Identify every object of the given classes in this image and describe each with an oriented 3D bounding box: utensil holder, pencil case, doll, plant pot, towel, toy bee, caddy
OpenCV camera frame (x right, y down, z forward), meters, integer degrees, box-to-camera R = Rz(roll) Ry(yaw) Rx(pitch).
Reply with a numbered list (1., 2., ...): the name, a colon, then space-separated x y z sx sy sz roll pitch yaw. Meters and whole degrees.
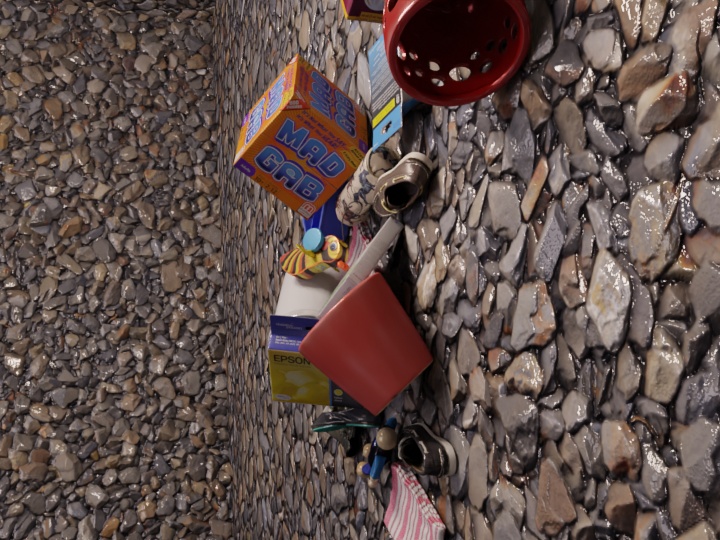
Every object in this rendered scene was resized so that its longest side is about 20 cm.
1. utensil holder: -0.096 0.091 1.579 0.202 0.166 0.172 -85 9 -51
2. pencil case: 0.015 -0.169 1.521 0.078 0.090 0.200 43 148 1
3. doll: 0.036 0.346 1.444 0.201 0.048 0.138 111 180 -60
4. plant pot: 0.126 -0.366 1.060 0.202 0.196 0.186 117 154 -51
5. plant pot: 0.019 0.136 1.312 0.178 0.199 0.201 47 148 9
6. towel: 0.091 0.457 1.351 0.200 0.029 0.150 -131 44 -62
7. toy bee: -0.071 -0.035 1.492 0.201 0.129 0.110 -50 48 36
8. towel: 0.005 0.007 1.627 0.202 0.029 0.148 -110 27 -44
9. caddy: -0.088 -0.151 1.778 0.142 0.103 0.204 -120 36 -53

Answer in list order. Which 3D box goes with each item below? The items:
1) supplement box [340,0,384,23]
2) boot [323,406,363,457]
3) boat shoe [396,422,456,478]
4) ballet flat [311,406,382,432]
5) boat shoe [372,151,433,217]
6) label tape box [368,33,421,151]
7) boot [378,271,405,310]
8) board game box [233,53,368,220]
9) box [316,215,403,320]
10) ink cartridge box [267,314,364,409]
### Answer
1. supplement box: 0.040 -0.572 1.420 0.201 0.108 0.087 116 148 -50
2. boot: -0.027 0.300 1.690 0.130 0.066 0.205 28 116 55
3. boat shoe: 0.097 0.312 1.311 0.199 0.059 0.076 -168 77 -70
4. ballet flat: -0.030 0.303 1.606 0.198 0.072 0.075 -17 72 44
5. boat shoe: 0.067 -0.142 1.378 0.060 0.071 0.200 -64 12 -27
6. label tape box: 0.070 -0.336 1.399 0.144 0.062 0.205 154 114 -68
7. boot: 0.032 0.103 1.491 0.138 0.076 0.205 -170 82 -75
8. board game box: -0.120 -0.277 1.582 0.199 0.199 0.202 -42 28 26
9. box: 0.000 0.000 1.431 0.201 0.036 0.145 -53 1 -44
10. ink cartridge box: -0.083 0.184 1.489 0.047 0.193 0.203 -77 -11 -49
